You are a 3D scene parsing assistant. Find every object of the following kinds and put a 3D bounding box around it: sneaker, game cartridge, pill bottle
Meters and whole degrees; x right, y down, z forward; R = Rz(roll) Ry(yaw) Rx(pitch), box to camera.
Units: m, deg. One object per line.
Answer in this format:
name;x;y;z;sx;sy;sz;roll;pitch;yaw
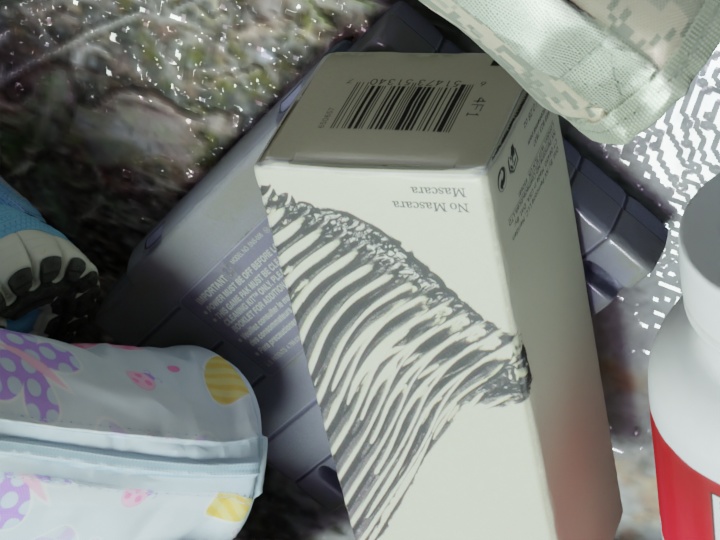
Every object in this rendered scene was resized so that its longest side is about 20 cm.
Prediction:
sneaker;-0.160;0.017;0.853;0.090;0.078;0.200;56;146;17
game cartridge;0.000;0.000;0.777;0.130;0.038;0.200;43;133;-7
pill bottle;0.152;0.065;0.703;0.112;0.112;0.201;6;129;21

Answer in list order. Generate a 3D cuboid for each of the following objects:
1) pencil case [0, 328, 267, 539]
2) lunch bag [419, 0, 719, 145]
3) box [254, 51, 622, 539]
pencil case;-0.125;0.057;0.737;0.090;0.084;0.200;-16;162;39
lunch bag;0.028;-0.134;0.532;0.164;0.200;0.118;39;133;-11
box;0.031;0.028;0.716;0.082;0.068;0.201;3;128;23
